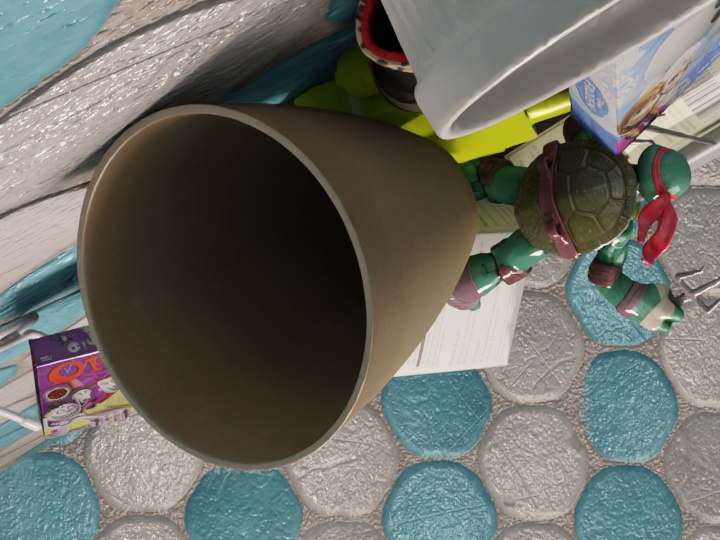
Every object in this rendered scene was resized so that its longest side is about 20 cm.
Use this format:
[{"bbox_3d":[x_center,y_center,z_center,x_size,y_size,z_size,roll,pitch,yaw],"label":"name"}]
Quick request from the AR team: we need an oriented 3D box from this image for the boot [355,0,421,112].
[{"bbox_3d":[0.084,-0.151,0.795,0.199,0.074,0.151,-27,176,8],"label":"boot"}]

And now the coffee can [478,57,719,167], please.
[{"bbox_3d":[0.179,-0.142,1.084,0.199,0.147,0.146,-31,177,24],"label":"coffee can"}]

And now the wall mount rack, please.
[{"bbox_3d":[-0.291,0.099,1.235,0.199,0.075,0.173,-31,178,33],"label":"wall mount rack"}]

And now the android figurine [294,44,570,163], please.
[{"bbox_3d":[0.037,-0.098,0.969,0.198,0.041,0.182,-16,163,14],"label":"android figurine"}]

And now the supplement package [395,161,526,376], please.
[{"bbox_3d":[0.000,0.000,1.065,0.198,0.110,0.114,-4,-150,-24],"label":"supplement package"}]

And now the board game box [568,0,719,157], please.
[{"bbox_3d":[0.184,-0.169,0.788,0.200,0.043,0.199,-45,162,-3],"label":"board game box"}]

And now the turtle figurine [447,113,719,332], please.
[{"bbox_3d":[0.132,-0.041,0.921,0.199,0.151,0.100,-12,159,34],"label":"turtle figurine"}]

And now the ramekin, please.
[{"bbox_3d":[0.090,-0.144,0.586,0.199,0.106,0.200,-29,177,-2],"label":"ramekin"}]

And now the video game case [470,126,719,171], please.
[{"bbox_3d":[0.164,-0.116,1.208,0.199,0.183,0.022,-30,145,7],"label":"video game case"}]

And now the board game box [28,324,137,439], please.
[{"bbox_3d":[-0.143,0.065,1.160,0.198,0.032,0.120,-14,148,-15],"label":"board game box"}]

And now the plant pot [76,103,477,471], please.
[{"bbox_3d":[-0.022,-0.012,0.865,0.187,0.188,0.200,-32,175,34],"label":"plant pot"}]
